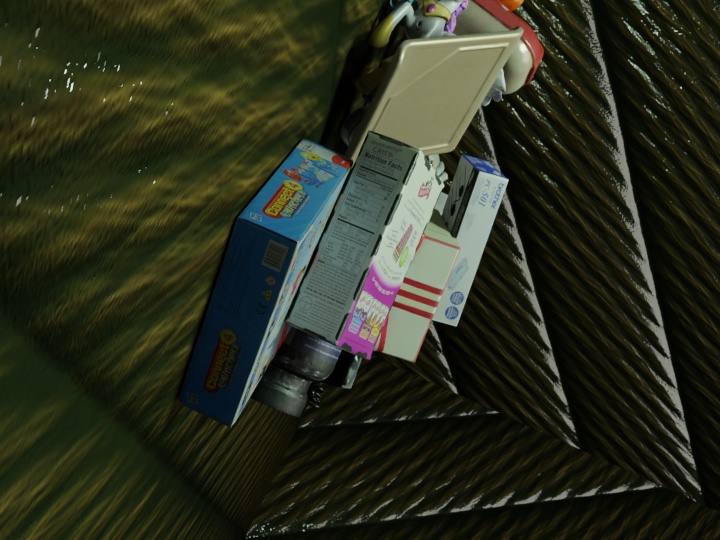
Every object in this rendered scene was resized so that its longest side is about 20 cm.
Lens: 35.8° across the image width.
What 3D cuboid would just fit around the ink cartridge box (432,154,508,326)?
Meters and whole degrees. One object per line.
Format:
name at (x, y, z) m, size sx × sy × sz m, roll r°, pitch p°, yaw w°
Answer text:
ink cartridge box at (0.128, -0.040, 1.436) m, size 0.094 × 0.044 × 0.202 m, roll -114°, pitch -140°, yaw -69°

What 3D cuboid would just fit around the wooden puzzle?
wooden puzzle at (0.074, -0.194, 1.241) m, size 0.199 × 0.037 × 0.186 m, roll -19°, pitch 151°, yaw -39°

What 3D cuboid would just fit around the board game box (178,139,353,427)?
board game box at (-0.084, 0.006, 1.022) m, size 0.196 × 0.055 × 0.201 m, roll -63°, pitch 175°, yaw -62°

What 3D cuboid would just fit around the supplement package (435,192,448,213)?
supplement package at (0.041, -0.038, 1.747) m, size 0.121 × 0.119 × 0.201 m, roll 115°, pitch 1°, yaw -70°

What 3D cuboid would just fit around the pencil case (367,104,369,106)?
pencil case at (0.030, -0.173, 1.569) m, size 0.200 × 0.090 × 0.094 m, roll 110°, pitch -37°, yaw -78°

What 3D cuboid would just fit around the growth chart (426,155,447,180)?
growth chart at (0.084, -0.215, 1.617) m, size 0.018 × 0.201 × 0.145 m, roll -23°, pitch 179°, yaw 11°

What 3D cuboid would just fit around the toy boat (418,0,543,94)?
toy boat at (0.163, -0.334, 1.432) m, size 0.131 × 0.200 × 0.131 m, roll -49°, pitch 173°, yaw -15°

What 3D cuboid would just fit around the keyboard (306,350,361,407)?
keyboard at (-0.061, 0.103, 1.298) m, size 0.199 × 0.040 × 0.105 m, roll 9°, pitch -109°, yaw 52°

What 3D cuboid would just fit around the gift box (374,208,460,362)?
gift box at (0.000, 0.000, 1.403) m, size 0.187 × 0.198 × 0.186 m, roll -107°, pitch -149°, yaw -69°

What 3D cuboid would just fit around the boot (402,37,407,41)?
boot at (0.094, -0.289, 1.569) m, size 0.202 × 0.153 × 0.074 m, roll -17°, pitch 116°, yaw -32°

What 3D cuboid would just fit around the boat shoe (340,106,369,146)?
boat shoe at (0.048, -0.133, 1.400) m, size 0.075 × 0.086 × 0.202 m, roll -44°, pitch 154°, yaw 1°

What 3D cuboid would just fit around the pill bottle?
pill bottle at (-0.064, 0.050, 1.209) m, size 0.112 × 0.111 × 0.201 m, roll 84°, pitch 29°, yaw -85°

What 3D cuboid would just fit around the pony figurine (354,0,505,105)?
pony figurine at (0.082, -0.263, 1.311) m, size 0.200 × 0.166 × 0.194 m, roll -48°, pitch 160°, yaw -20°

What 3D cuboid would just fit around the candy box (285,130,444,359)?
candy box at (0.008, -0.021, 1.097) m, size 0.201 × 0.061 × 0.136 m, roll -66°, pitch 163°, yaw -4°
